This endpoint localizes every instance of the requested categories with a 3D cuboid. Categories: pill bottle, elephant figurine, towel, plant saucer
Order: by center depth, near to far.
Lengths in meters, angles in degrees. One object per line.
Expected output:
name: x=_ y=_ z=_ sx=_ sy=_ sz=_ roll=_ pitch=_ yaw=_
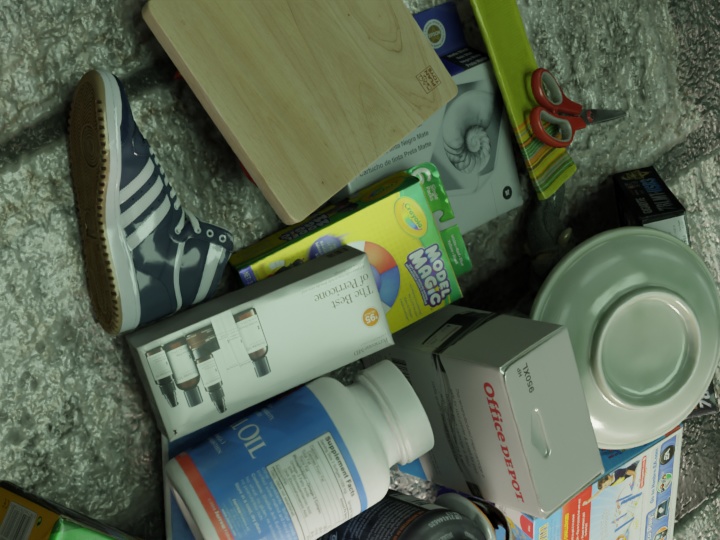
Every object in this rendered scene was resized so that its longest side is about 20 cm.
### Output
pill bottle: x=-0.046 y=0.154 z=1.121 sx=0.199 sy=0.112 sz=0.113 roll=-28 pitch=112 yaw=-15
pill bottle: x=0.038 y=0.245 z=1.193 sx=0.105 sy=0.199 sz=0.108 roll=-5 pitch=98 yaw=-36
plant saucer: x=0.242 y=0.064 z=1.238 sx=0.198 sy=0.050 sz=0.203 roll=-4 pitch=101 yaw=-19
towel: x=0.152 y=-0.170 z=1.311 sx=0.086 sy=0.018 sz=0.202 roll=-44 pitch=117 yaw=-56
elephant figurine: x=0.197 y=0.032 z=1.348 sx=0.200 sy=0.140 sz=0.156 roll=-53 pitch=153 yaw=-39

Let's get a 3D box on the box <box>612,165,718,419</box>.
box: x=0.294 y=0.017 z=1.379 sx=0.049 sy=0.200 sz=0.201 roll=-10 pitch=106 yaw=5

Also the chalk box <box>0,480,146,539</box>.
chalk box: x=-0.194 y=0.260 z=1.065 sx=0.199 sy=0.124 sz=0.125 roll=32 pitch=76 yaw=-34

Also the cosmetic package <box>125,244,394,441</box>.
cosmetic package: x=-0.078 y=0.056 z=1.120 sx=0.198 sy=0.051 sz=0.083 roll=-23 pitch=108 yaw=-16

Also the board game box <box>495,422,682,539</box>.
board game box: x=0.221 y=0.254 z=1.376 sx=0.194 sy=0.056 sz=0.202 roll=-25 pitch=130 yaw=-28

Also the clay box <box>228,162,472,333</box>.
clay box: x=0.000 y=0.000 z=1.195 sx=0.198 sy=0.048 sz=0.116 roll=-27 pitch=112 yaw=-10

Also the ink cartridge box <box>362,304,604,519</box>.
ink cartridge box: x=0.102 y=0.115 z=1.228 sx=0.084 sy=0.199 sz=0.146 roll=-30 pitch=112 yaw=-30

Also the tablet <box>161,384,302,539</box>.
tablet: x=-0.100 y=0.172 z=1.171 sx=0.129 sy=0.014 sz=0.203 roll=-6 pitch=104 yaw=-21

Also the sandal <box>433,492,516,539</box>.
sandal: x=0.107 y=0.251 z=1.282 sx=0.059 sy=0.079 sz=0.208 roll=-29 pitch=150 yaw=-19

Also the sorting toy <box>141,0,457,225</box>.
sorting toy: x=-0.054 y=-0.168 z=1.138 sx=0.198 sy=0.069 sz=0.201 roll=-40 pitch=101 yaw=-28

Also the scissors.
scissors: x=0.215 y=-0.142 z=1.370 sx=0.199 sy=0.014 sz=0.074 roll=14 pitch=67 yaw=-53

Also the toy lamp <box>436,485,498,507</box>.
toy lamp: x=0.157 y=0.208 z=1.373 sx=0.198 sy=0.058 sz=0.059 roll=-7 pitch=99 yaw=-40

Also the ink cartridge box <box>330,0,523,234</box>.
ink cartridge box: x=0.050 y=-0.119 z=1.263 sx=0.198 sy=0.040 sz=0.202 roll=-27 pitch=110 yaw=-32

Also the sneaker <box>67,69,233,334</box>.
sneaker: x=-0.160 y=-0.059 z=1.089 sx=0.107 sy=0.070 sz=0.203 roll=-13 pitch=110 yaw=-31
